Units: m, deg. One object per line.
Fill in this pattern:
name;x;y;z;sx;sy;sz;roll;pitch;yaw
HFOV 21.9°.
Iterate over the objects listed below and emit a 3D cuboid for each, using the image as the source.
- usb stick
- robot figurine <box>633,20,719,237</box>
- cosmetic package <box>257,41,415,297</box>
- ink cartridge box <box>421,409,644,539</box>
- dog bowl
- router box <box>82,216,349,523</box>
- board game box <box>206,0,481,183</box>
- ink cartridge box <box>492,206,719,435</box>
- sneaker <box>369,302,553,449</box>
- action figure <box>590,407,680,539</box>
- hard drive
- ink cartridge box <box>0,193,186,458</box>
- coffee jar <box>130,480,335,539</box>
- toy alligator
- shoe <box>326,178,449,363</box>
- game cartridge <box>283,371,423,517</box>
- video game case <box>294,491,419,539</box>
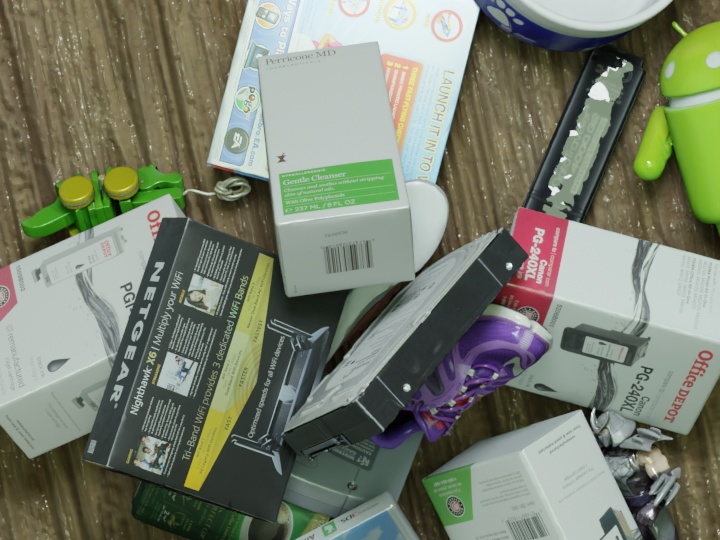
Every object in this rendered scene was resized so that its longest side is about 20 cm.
usb stick;0.186;-0.096;1.598;0.055;0.033;0.202;23;92;8
robot figurine;0.317;-0.117;1.545;0.174;0.115;0.202;-9;102;42
cosmetic package;-0.021;-0.082;1.464;0.106;0.085;0.201;-9;46;-2
ink cartridge box;0.159;0.235;1.546;0.084;0.146;0.202;-27;92;-37
dog bowl;0.178;-0.287;1.542;0.198;0.079;0.203;2;81;-13
router box;-0.111;0.079;1.454;0.156;0.052;0.202;24;79;-30
board game box;-0.013;-0.161;1.589;0.194;0.056;0.202;15;92;1
ink cartridge box;0.204;0.044;1.538;0.198;0.146;0.084;15;54;2
sneaker;0.080;0.095;1.510;0.080;0.200;0.084;32;48;-23
action figure;0.241;0.204;1.564;0.069;0.130;0.201;-28;98;-12
hard drive;0.033;0.057;1.438;0.038;0.140;0.200;46;61;-8
ink cartridge box;-0.218;0.044;1.555;0.198;0.083;0.147;-24;50;3
coffee jar;-0.089;0.201;1.586;0.198;0.085;0.105;26;101;1
toy alligator;-0.195;-0.069;1.603;0.198;0.060;0.055;-12;48;-3
shoe;0.000;0.000;1.569;0.071;0.091;0.200;40;99;-2
game cartridge;-0.052;0.135;1.566;0.198;0.134;0.041;26;125;1
video game case;-0.020;0.285;1.555;0.181;0.022;0.201;-28;134;2
